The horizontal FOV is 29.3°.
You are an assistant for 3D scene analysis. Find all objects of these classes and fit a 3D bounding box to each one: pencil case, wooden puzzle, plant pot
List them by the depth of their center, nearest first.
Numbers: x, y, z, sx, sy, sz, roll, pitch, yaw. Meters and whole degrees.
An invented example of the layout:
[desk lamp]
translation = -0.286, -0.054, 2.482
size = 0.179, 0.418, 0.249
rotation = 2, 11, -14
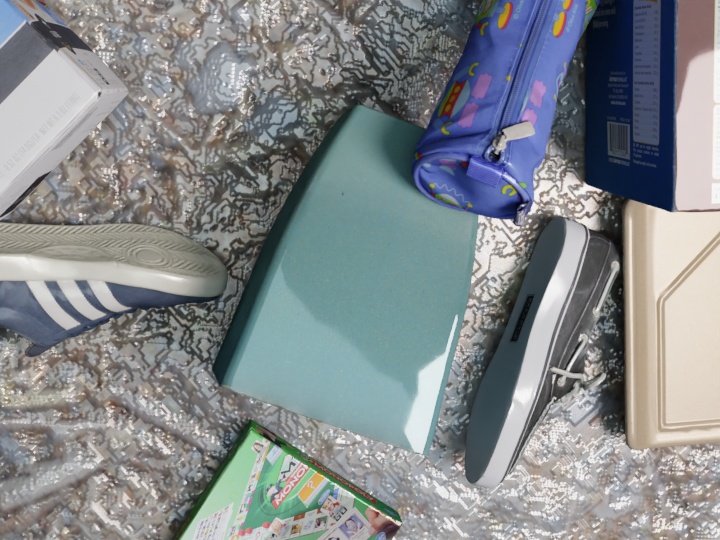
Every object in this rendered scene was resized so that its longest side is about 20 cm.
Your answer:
[pencil case]
translation = 0.099, -0.129, 0.866
size = 0.078, 0.087, 0.201
rotation = 25, 73, -10
[plant pot]
translation = 0.000, 0.000, 0.930
size = 0.140, 0.141, 0.202
rotation = 19, 88, -8
[wooden puzzle]
translation = 0.281, 0.032, 1.012
size = 0.198, 0.037, 0.187
rotation = -4, 99, -13

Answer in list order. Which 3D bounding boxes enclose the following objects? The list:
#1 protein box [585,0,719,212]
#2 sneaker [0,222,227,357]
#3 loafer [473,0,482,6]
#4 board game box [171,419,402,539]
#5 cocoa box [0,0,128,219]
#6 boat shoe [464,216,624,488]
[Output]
[protein box]
translation = 0.235, -0.149, 0.897
size = 0.133, 0.199, 0.202
rotation = -2, 98, -6
[sneaker]
translation = -0.193, 0.018, 0.952
size = 0.198, 0.075, 0.085
rotation = 5, 116, -9
[loafer]
translation = 0.068, -0.236, 0.937
size = 0.199, 0.063, 0.072
rotation = 27, 113, -26
[board game box]
translation = -0.079, 0.229, 1.008
size = 0.134, 0.029, 0.201
rotation = 33, 94, -8
[cocoa box]
translation = -0.241, -0.113, 0.856
size = 0.133, 0.200, 0.131
rotation = -44, 99, 2
[boat shoe]
translation = 0.135, 0.066, 0.985
size = 0.068, 0.074, 0.201
rotation = 22, 80, -14
